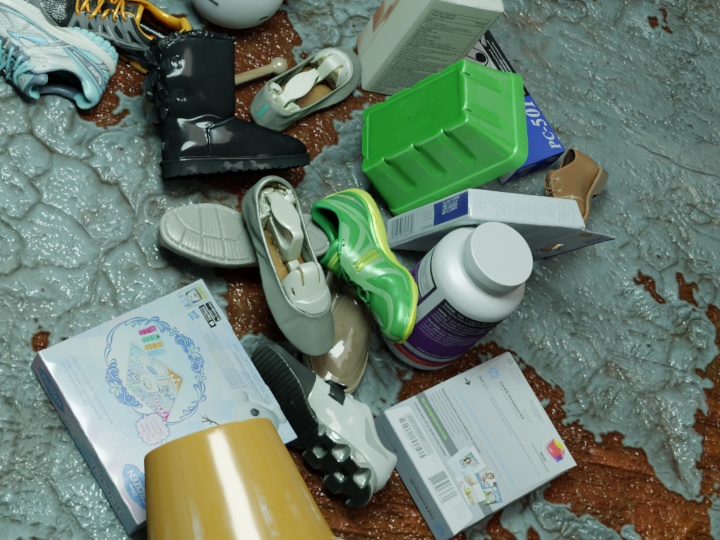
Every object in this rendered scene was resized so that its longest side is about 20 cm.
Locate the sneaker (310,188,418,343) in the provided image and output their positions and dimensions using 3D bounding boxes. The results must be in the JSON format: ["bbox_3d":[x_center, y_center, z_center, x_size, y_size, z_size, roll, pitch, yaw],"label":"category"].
[{"bbox_3d":[0.000,0.000,1.471,0.083,0.074,0.200,-9,56,-28],"label":"sneaker"}]

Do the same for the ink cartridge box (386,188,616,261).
[{"bbox_3d":[0.163,-0.050,1.582,0.200,0.200,0.041,7,79,-26],"label":"ink cartridge box"}]

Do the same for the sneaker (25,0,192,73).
[{"bbox_3d":[-0.284,-0.289,1.549,0.200,0.077,0.078,17,58,-18],"label":"sneaker"}]

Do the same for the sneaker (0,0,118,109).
[{"bbox_3d":[-0.366,-0.240,1.476,0.200,0.078,0.086,18,59,-19],"label":"sneaker"}]

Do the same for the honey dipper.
[{"bbox_3d":[-0.166,-0.218,1.599,0.200,0.038,0.038,-24,76,-37],"label":"honey dipper"}]

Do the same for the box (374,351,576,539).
[{"bbox_3d":[0.130,0.196,1.524,0.200,0.041,0.156,-22,76,-35],"label":"box"}]

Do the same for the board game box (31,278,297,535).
[{"bbox_3d":[-0.198,0.134,1.373,0.199,0.043,0.200,-25,77,-34],"label":"board game box"}]

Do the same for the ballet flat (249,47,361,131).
[{"bbox_3d":[-0.054,-0.232,1.650,0.067,0.064,0.200,48,51,3],"label":"ballet flat"}]

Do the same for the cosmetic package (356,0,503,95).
[{"bbox_3d":[0.082,-0.306,1.680,0.103,0.200,0.087,7,61,-26],"label":"cosmetic package"}]

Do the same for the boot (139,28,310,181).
[{"bbox_3d":[-0.153,-0.188,1.532,0.198,0.073,0.163,-6,89,-29],"label":"boot"}]

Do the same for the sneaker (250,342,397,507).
[{"bbox_3d":[-0.038,0.154,1.444,0.200,0.074,0.088,53,40,3],"label":"sneaker"}]

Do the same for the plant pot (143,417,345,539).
[{"bbox_3d":[-0.117,0.242,1.249,0.200,0.200,0.184,-9,74,-32],"label":"plant pot"}]

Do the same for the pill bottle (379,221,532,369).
[{"bbox_3d":[0.108,0.026,1.506,0.112,0.200,0.113,13,58,-22],"label":"pill bottle"}]

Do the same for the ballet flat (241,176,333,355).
[{"bbox_3d":[-0.073,-0.008,1.430,0.067,0.064,0.200,-12,72,-31],"label":"ballet flat"}]

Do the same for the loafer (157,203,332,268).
[{"bbox_3d":[-0.132,-0.029,1.499,0.200,0.063,0.072,2,67,-24],"label":"loafer"}]

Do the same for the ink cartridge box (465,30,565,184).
[{"bbox_3d":[0.179,-0.218,1.782,0.094,0.044,0.200,-23,76,-34],"label":"ink cartridge box"}]

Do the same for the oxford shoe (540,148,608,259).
[{"bbox_3d":[0.257,-0.087,1.733,0.071,0.071,0.200,44,41,-12],"label":"oxford shoe"}]

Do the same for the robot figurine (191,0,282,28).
[{"bbox_3d":[-0.153,-0.393,1.647,0.150,0.125,0.200,-10,62,9],"label":"robot figurine"}]

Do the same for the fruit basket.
[{"bbox_3d":[0.124,-0.151,1.632,0.215,0.216,0.156,14,58,-22],"label":"fruit basket"}]

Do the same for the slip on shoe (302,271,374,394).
[{"bbox_3d":[-0.012,0.049,1.515,0.076,0.061,0.200,26,54,-14],"label":"slip on shoe"}]
